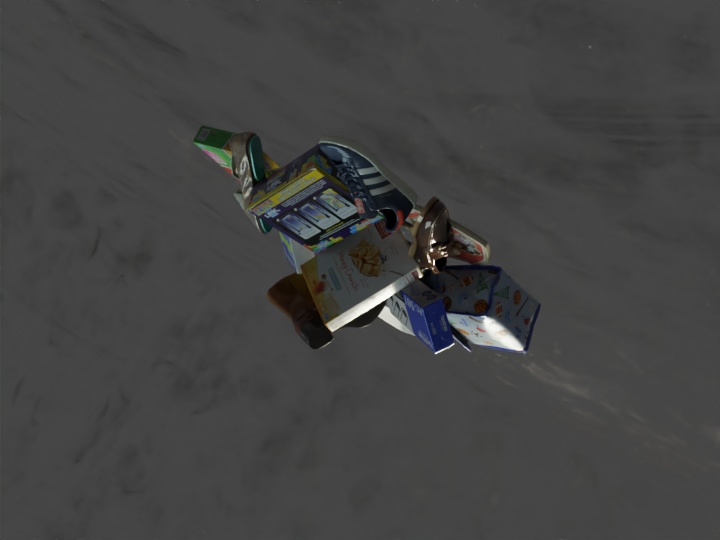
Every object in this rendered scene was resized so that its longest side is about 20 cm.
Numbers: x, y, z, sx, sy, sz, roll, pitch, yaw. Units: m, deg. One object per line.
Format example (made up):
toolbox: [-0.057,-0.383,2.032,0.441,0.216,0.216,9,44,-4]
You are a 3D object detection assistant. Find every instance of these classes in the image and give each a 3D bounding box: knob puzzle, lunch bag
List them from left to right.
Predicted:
knob puzzle: [0.146,-0.053,1.427,0.216,0.031,0.220,29,169,6]
lunch bag: [0.209,0.072,1.531,0.197,0.126,0.169,6,156,44]

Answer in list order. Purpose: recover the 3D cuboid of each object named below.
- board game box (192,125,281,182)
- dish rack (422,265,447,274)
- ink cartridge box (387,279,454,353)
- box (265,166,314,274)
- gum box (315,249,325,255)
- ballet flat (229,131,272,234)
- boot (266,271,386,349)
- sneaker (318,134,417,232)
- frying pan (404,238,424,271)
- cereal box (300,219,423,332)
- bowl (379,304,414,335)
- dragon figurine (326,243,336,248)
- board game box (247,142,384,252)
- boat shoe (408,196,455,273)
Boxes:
board game box: [-0.225,-0.212,1.643,0.151,0.041,0.200,20,166,42]
dish rack: [0.086,-0.024,1.658,0.197,0.055,0.153,31,168,-4]
ink cartridge box: [0.099,0.064,1.464,0.200,0.043,0.096,40,151,62]
box: [-0.132,-0.088,1.571,0.122,0.047,0.204,-132,28,-64]
gum box: [-0.016,-0.026,1.828,0.113,0.067,0.198,35,160,-34]
ballet flat: [-0.209,-0.166,1.526,0.066,0.068,0.204,7,118,23]
boot: [-0.066,0.053,1.565,0.200,0.186,0.069,43,163,51]
sneaker: [0.004,-0.133,1.282,0.198,0.086,0.075,35,168,-25]
frying pan: [0.062,-0.050,1.542,0.113,0.031,0.192,12,142,28]
cereal box: [0.000,0.000,1.464,0.040,0.198,0.145,51,-171,-53]
bowl: [0.110,0.101,2.123,0.199,0.076,0.199,36,168,-26]
dragon figurine: [-0.069,-0.108,1.587,0.058,0.204,0.099,1,152,-32]
board game box: [-0.075,-0.120,1.409,0.164,0.058,0.198,34,143,-30]
boat shoe: [0.124,-0.054,1.323,0.070,0.071,0.201,39,167,13]
